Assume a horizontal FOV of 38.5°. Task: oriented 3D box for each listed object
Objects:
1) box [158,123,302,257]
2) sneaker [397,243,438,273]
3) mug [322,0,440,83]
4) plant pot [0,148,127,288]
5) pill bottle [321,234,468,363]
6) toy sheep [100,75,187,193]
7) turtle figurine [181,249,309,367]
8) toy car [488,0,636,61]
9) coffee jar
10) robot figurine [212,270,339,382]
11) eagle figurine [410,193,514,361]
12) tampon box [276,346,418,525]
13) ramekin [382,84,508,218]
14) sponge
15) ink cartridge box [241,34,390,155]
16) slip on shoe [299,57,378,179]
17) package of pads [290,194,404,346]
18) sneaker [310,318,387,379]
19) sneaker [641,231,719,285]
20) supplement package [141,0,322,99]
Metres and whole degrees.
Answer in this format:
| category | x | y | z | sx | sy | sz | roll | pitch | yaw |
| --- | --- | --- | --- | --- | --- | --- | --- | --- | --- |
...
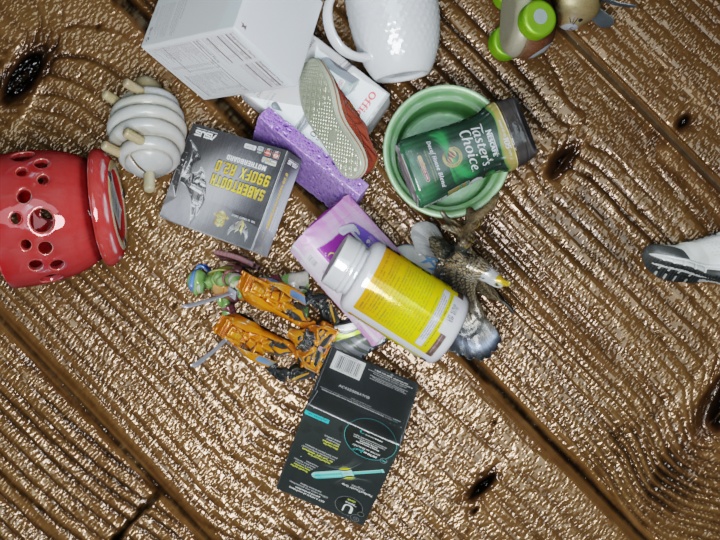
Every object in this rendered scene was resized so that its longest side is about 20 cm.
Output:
| category | x | y | z | sx | sy | sz | roll | pitch | yaw |
| --- | --- | --- | --- | --- | --- | --- | --- | --- | --- |
| box | -0.203 | -0.127 | 1.594 | 0.197 | 0.048 | 0.161 | 20 | 87 | 31 |
| sneaker | 0.117 | 0.043 | 1.611 | 0.072 | 0.072 | 0.201 | -39 | 88 | 19 |
| mug | 0.031 | -0.385 | 1.588 | 0.197 | 0.147 | 0.179 | -9 | 91 | -30 |
| plant pot | -0.454 | -0.084 | 1.563 | 0.178 | 0.200 | 0.205 | -7 | 87 | -3 |
| pill bottle | 0.046 | 0.035 | 1.449 | 0.198 | 0.109 | 0.110 | 32 | 87 | -6 |
| toy sheep | -0.332 | -0.212 | 1.596 | 0.135 | 0.138 | 0.204 | -2 | 67 | 0 |
| turtle figurine | -0.173 | 0.063 | 1.581 | 0.189 | 0.201 | 0.147 | 0 | 118 | -5 |
| toy car | 0.318 | -0.402 | 1.603 | 0.196 | 0.164 | 0.162 | 5 | 87 | -12 |
| coffee jar | 0.156 | -0.176 | 1.521 | 0.197 | 0.085 | 0.106 | -23 | 88 | -1 |
| robot figurine | -0.113 | 0.087 | 1.514 | 0.198 | 0.058 | 0.147 | 28 | 89 | -36 |
| eagle figurine | 0.165 | 0.013 | 1.546 | 0.149 | 0.152 | 0.203 | -16 | 128 | -11 |
| tampon box | -0.020 | 0.247 | 1.532 | 0.147 | 0.127 | 0.202 | 23 | 130 | 2 |
| ramekin | 0.132 | -0.179 | 1.613 | 0.195 | 0.098 | 0.205 | 0 | 87 | 0 |
| sponge | -0.081 | -0.165 | 1.606 | 0.199 | 0.112 | 0.030 | 39 | 70 | 2 |
| ink cartridge box | -0.069 | -0.271 | 1.627 | 0.199 | 0.085 | 0.147 | 37 | 88 | 0 |
| slip on shoe | -0.034 | -0.229 | 1.557 | 0.074 | 0.061 | 0.203 | -38 | 74 | 38 |
| package of pads | 0.000 | 0.000 | 1.548 | 0.200 | 0.076 | 0.120 | 48 | 59 | 2 |
| sneaker | -0.005 | 0.115 | 1.621 | 0.196 | 0.074 | 0.083 | -11 | 97 | 5 |
| sneaker | 0.539 | -0.023 | 1.626 | 0.196 | 0.074 | 0.082 | 8 | 73 | -4 |
| supplement package | -0.190 | -0.367 | 1.540 | 0.197 | 0.150 | 0.155 | 0 | 65 | 38 |
